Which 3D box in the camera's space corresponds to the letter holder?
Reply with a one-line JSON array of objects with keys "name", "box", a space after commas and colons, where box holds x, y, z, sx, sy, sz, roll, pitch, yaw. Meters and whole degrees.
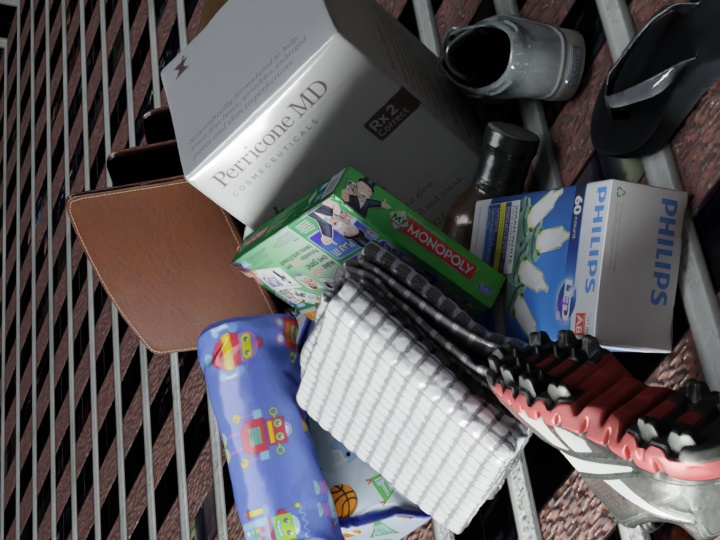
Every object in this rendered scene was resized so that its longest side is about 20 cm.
[{"name": "letter holder", "box": [-0.152, -0.033, 1.530, 0.101, 0.141, 0.200, -84, -22, -44]}]

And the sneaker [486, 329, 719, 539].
[{"name": "sneaker", "box": [0.149, 0.100, 1.045, 0.200, 0.071, 0.098, 22, 135, 49]}]

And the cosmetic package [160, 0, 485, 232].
[{"name": "cosmetic package", "box": [-0.023, -0.114, 1.384, 0.165, 0.200, 0.165, -42, 35, 17]}]

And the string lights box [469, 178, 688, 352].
[{"name": "string lights box", "box": [0.137, 0.000, 1.181, 0.200, 0.059, 0.103, 173, 105, -69]}]

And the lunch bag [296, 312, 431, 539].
[{"name": "lunch bag", "box": [-0.033, 0.130, 1.454, 0.170, 0.123, 0.201, 136, 128, -59]}]

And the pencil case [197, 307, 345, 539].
[{"name": "pencil case", "box": [-0.065, 0.129, 1.324, 0.087, 0.078, 0.201, 57, -162, -73]}]

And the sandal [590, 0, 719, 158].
[{"name": "sandal", "box": [0.193, -0.136, 1.110, 0.200, 0.043, 0.076, 134, 140, -57]}]

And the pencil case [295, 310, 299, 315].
[{"name": "pencil case", "box": [-0.053, 0.045, 1.637, 0.089, 0.077, 0.201, 69, -159, -69]}]

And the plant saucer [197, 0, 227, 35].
[{"name": "plant saucer", "box": [-0.161, -0.281, 2.130, 0.200, 0.029, 0.201, -172, 90, -70]}]

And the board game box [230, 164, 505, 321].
[{"name": "board game box", "box": [0.000, 0.000, 1.266, 0.029, 0.134, 0.200, -62, 15, -24]}]

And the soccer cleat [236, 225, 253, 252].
[{"name": "soccer cleat", "box": [-0.036, 0.001, 1.489, 0.077, 0.200, 0.070, 14, 72, 27]}]

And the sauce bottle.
[{"name": "sauce bottle", "box": [0.086, -0.010, 1.316, 0.065, 0.064, 0.201, -124, 48, -61]}]

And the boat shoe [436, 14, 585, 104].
[{"name": "boat shoe", "box": [0.097, -0.162, 1.334, 0.201, 0.071, 0.070, -160, 79, -69]}]

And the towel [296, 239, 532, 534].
[{"name": "towel", "box": [0.043, 0.078, 1.211, 0.086, 0.165, 0.200, -45, -12, -24]}]
